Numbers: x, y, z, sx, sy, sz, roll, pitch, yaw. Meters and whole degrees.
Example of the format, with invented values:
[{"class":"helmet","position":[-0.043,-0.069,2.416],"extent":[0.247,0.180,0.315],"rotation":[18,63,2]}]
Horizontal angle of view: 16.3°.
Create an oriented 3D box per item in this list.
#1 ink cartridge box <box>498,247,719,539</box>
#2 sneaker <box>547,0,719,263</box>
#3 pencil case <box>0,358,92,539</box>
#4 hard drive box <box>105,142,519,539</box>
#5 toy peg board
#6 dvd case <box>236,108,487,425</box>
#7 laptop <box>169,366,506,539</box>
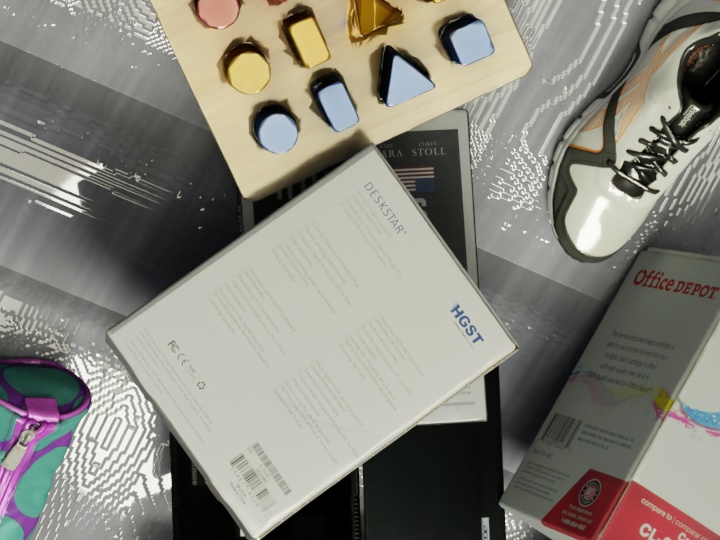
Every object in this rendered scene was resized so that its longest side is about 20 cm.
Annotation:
[{"class":"ink cartridge box","position":[0.195,0.095,1.616],"extent":[0.083,0.146,0.200],"rotation":[33,83,-20]},{"class":"sneaker","position":[0.185,-0.090,1.613],"extent":[0.074,0.080,0.200],"rotation":[23,106,-19]},{"class":"pencil case","position":[-0.244,0.153,1.617],"extent":[0.085,0.092,0.200],"rotation":[17,107,-16]},{"class":"hard drive box","position":[-0.031,0.045,1.534],"extent":[0.200,0.077,0.156],"rotation":[-35,89,-8]},{"class":"toy peg board","position":[-0.020,-0.166,1.516],"extent":[0.200,0.098,0.199],"rotation":[-25,99,0]},{"class":"dvd case","position":[0.000,0.000,1.593],"extent":[0.150,0.025,0.200],"rotation":[-3,85,-6]},{"class":"laptop","position":[-0.015,0.111,1.648],"extent":[0.200,0.103,0.178],"rotation":[-4,83,15]}]
